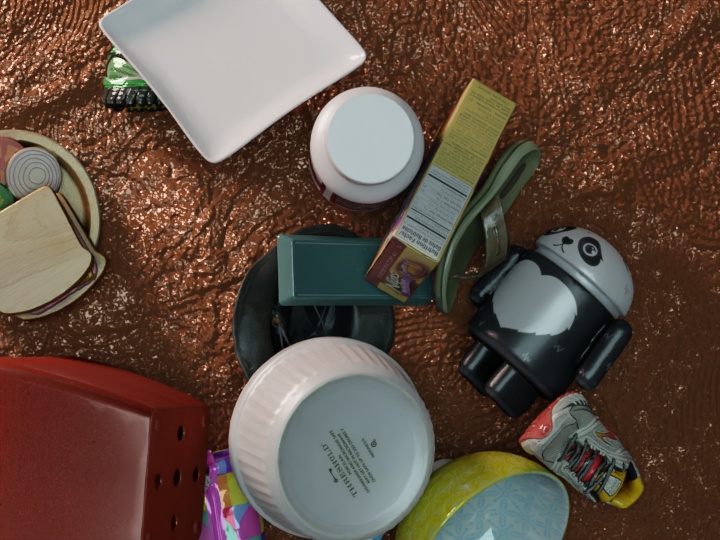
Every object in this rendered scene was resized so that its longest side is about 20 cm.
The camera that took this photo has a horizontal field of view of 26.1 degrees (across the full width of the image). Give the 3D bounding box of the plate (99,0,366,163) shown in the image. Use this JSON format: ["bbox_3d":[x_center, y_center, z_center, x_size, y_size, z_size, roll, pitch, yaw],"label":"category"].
[{"bbox_3d":[-0.127,-0.224,1.560,0.199,0.032,0.200,-36,73,-16],"label":"plate"}]

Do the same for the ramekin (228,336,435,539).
[{"bbox_3d":[-0.019,0.168,1.494,0.200,0.094,0.205,-2,96,-19],"label":"ramekin"}]

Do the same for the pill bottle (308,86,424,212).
[{"bbox_3d":[0.005,-0.119,1.543,0.112,0.200,0.114,0,89,-3],"label":"pill bottle"}]

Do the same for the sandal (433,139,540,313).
[{"bbox_3d":[0.135,-0.044,1.600,0.057,0.080,0.202,31,83,19],"label":"sandal"}]

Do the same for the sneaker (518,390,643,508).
[{"bbox_3d":[0.228,0.182,1.545,0.078,0.199,0.082,-48,52,10],"label":"sneaker"}]

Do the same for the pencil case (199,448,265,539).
[{"bbox_3d":[-0.135,0.278,1.584,0.087,0.088,0.202,-12,90,-3],"label":"pencil case"}]

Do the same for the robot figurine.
[{"bbox_3d":[0.189,0.049,1.585,0.150,0.125,0.200,40,87,-1],"label":"robot figurine"}]

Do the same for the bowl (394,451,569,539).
[{"bbox_3d":[0.103,0.253,1.572,0.200,0.200,0.108,-45,48,-3],"label":"bowl"}]

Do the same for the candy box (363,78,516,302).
[{"bbox_3d":[0.079,-0.079,1.555,0.056,0.117,0.201,30,65,-3],"label":"candy box"}]

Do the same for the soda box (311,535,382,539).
[{"bbox_3d":[-0.013,0.269,1.597,0.064,0.068,0.202,21,88,-2],"label":"soda box"}]

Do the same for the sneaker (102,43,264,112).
[{"bbox_3d":[-0.166,-0.210,1.599,0.197,0.078,0.086,-1,88,-2],"label":"sneaker"}]

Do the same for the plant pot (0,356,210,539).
[{"bbox_3d":[-0.252,0.191,1.498,0.174,0.200,0.202,4,88,18],"label":"plant pot"}]

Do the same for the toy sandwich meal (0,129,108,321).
[{"bbox_3d":[-0.357,-0.046,1.588,0.202,0.070,0.208,0,88,-3],"label":"toy sandwich meal"}]

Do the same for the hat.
[{"bbox_3d":[-0.062,0.052,1.584,0.199,0.081,0.203,2,87,-36],"label":"hat"}]

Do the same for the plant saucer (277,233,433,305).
[{"bbox_3d":[0.000,0.000,1.572,0.198,0.019,0.071,1,85,-39],"label":"plant saucer"}]
